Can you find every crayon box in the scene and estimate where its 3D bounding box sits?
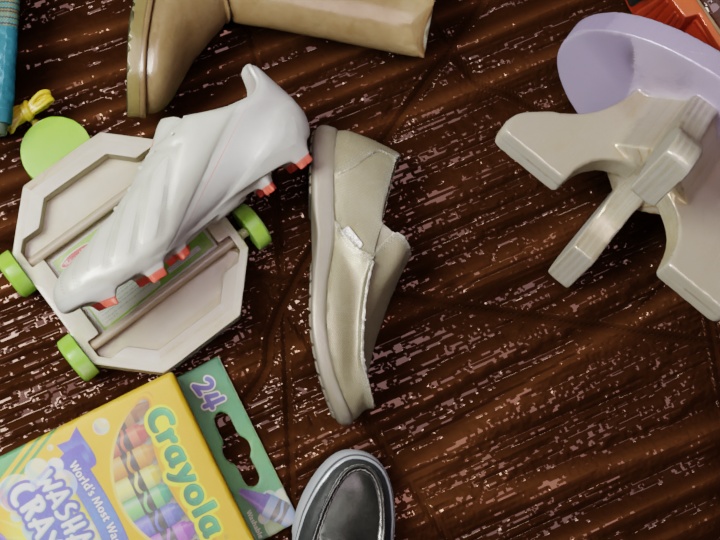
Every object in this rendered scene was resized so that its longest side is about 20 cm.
[{"bbox_3d":[-0.153,0.151,0.814,0.199,0.052,0.126,-27,84,-10],"label":"crayon box"}]

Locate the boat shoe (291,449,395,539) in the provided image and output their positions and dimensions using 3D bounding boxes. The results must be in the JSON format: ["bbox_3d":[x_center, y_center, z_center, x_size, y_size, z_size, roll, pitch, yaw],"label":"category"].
[{"bbox_3d":[-0.017,0.214,0.811,0.068,0.057,0.201,16,80,-12],"label":"boat shoe"}]

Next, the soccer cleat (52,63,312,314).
[{"bbox_3d":[-0.119,-0.050,0.801,0.200,0.069,0.078,-39,99,-18],"label":"soccer cleat"}]

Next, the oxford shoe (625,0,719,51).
[{"bbox_3d":[0.271,-0.153,0.899,0.072,0.071,0.200,-34,85,-15],"label":"oxford shoe"}]

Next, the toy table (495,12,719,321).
[{"bbox_3d":[0.193,-0.065,0.831,0.200,0.184,0.117,33,63,13],"label":"toy table"}]

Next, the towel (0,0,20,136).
[{"bbox_3d":[-0.292,-0.184,0.852,0.146,0.022,0.201,0,79,12],"label":"towel"}]

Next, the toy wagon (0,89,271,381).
[{"bbox_3d":[-0.163,-0.031,0.850,0.155,0.040,0.200,-37,85,-10],"label":"toy wagon"}]

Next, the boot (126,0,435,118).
[{"bbox_3d":[-0.051,-0.170,0.861,0.199,0.066,0.176,9,69,-5],"label":"boot"}]

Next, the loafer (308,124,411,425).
[{"bbox_3d":[0.000,0.000,0.842,0.068,0.076,0.201,-2,80,0],"label":"loafer"}]
